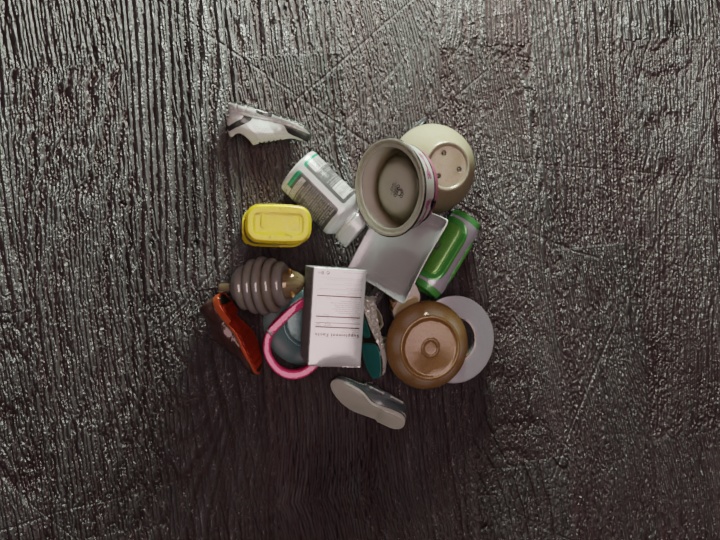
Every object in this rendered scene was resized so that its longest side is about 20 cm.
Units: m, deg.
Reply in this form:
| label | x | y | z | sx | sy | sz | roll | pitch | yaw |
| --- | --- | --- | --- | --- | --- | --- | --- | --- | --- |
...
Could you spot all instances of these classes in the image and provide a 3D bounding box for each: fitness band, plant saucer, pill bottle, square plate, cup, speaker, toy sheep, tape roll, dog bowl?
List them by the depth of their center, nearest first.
| label | x | y | z | sx | sy | sz | roll | pitch | yaw |
| --- | --- | --- | --- | --- | --- | --- | --- | --- | --- |
| dog bowl | 0.081 | -0.176 | 1.429 | 0.073 | 0.197 | 0.206 | -9 | 92 | -46 |
| toy sheep | -0.216 | 0.034 | 1.479 | 0.194 | 0.138 | 0.142 | -9 | 92 | 11 |
| square plate | 0.081 | -0.050 | 1.485 | 0.028 | 0.198 | 0.201 | 29 | 90 | -47 |
| cup | 0.174 | -0.226 | 1.496 | 0.194 | 0.143 | 0.206 | -1 | 97 | -9 |
| pill bottle | -0.072 | -0.156 | 1.513 | 0.200 | 0.113 | 0.113 | 45 | 83 | 0 |
| fitness band | -0.127 | 0.148 | 1.517 | 0.199 | 0.037 | 0.144 | -42 | 98 | -7 |
| plant saucer | 0.155 | 0.173 | 1.543 | 0.194 | 0.035 | 0.206 | -1 | 94 | -8 |
| plant saucer | -0.125 | 0.117 | 1.555 | 0.195 | 0.039 | 0.207 | 0 | 90 | -12 |
| speaker | 0.200 | -0.038 | 1.594 | 0.087 | 0.088 | 0.203 | 33 | 84 | -9 |
| tape roll | 0.214 | 0.161 | 1.609 | 0.194 | 0.066 | 0.206 | 0 | 90 | -10 |

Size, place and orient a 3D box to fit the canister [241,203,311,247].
| label | x | y | z | sx | sy | sz | roll | pitch | yaw |
| --- | --- | --- | --- | --- | --- | --- | --- | --- | --- |
| canister | -0.182 | -0.096 | 1.460 | 0.144 | 0.200 | 0.089 | 1 | 91 | -11 |

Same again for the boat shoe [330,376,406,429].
| label | x | y | z | sx | sy | sz | roll | pitch | yaw |
| --- | --- | --- | --- | --- | --- | --- | --- | --- | --- |
| boat shoe | 0.021 | 0.297 | 1.586 | 0.197 | 0.073 | 0.062 | 29 | 42 | -3 |

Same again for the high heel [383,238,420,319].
| label | x | y | z | sx | sy | sz | roll | pitch | yaw |
| --- | --- | --- | --- | --- | --- | --- | --- | --- | --- |
| high heel | 0.083 | 0.019 | 1.582 | 0.070 | 0.144 | 0.203 | -13 | 135 | -17 |

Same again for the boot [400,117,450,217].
| label | x | y | z | sx | sy | sz | roll | pitch | yaw |
| --- | --- | --- | --- | --- | --- | --- | --- | --- | --- |
| boot | 0.157 | -0.228 | 1.592 | 0.200 | 0.066 | 0.165 | 44 | 91 | -5 |

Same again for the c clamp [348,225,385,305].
| label | x | y | z | sx | sy | sz | roll | pitch | yaw |
| --- | --- | --- | --- | --- | --- | --- | --- | --- | --- |
| c clamp | 0.000 | 0.000 | 1.585 | 0.169 | 0.027 | 0.203 | 35 | 79 | -16 |

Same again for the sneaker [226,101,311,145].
| label | x | y | z | sx | sy | sz | roll | pitch | yaw |
| --- | --- | --- | --- | --- | --- | --- | --- | --- | --- |
| sneaker | -0.208 | -0.317 | 1.528 | 0.195 | 0.074 | 0.082 | 14 | 102 | -6 |

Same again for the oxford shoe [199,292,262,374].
| label | x | y | z | sx | sy | sz | roll | pitch | yaw |
| --- | --- | --- | --- | --- | --- | --- | --- | --- | --- |
| oxford shoe | -0.287 | 0.150 | 1.521 | 0.071 | 0.071 | 0.203 | -25 | 99 | 19 |

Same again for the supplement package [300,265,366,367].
| label | x | y | z | sx | sy | sz | roll | pitch | yaw |
| --- | --- | --- | --- | --- | --- | --- | --- | --- | --- |
| supplement package | -0.060 | 0.095 | 1.452 | 0.116 | 0.121 | 0.206 | 3 | 92 | -13 |

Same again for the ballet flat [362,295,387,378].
| label | x | y | z | sx | sy | sz | roll | pitch | yaw |
| --- | --- | --- | --- | --- | --- | --- | --- | --- | --- |
| ballet flat | 0.034 | 0.150 | 1.565 | 0.070 | 0.072 | 0.205 | -17 | 108 | -10 |
